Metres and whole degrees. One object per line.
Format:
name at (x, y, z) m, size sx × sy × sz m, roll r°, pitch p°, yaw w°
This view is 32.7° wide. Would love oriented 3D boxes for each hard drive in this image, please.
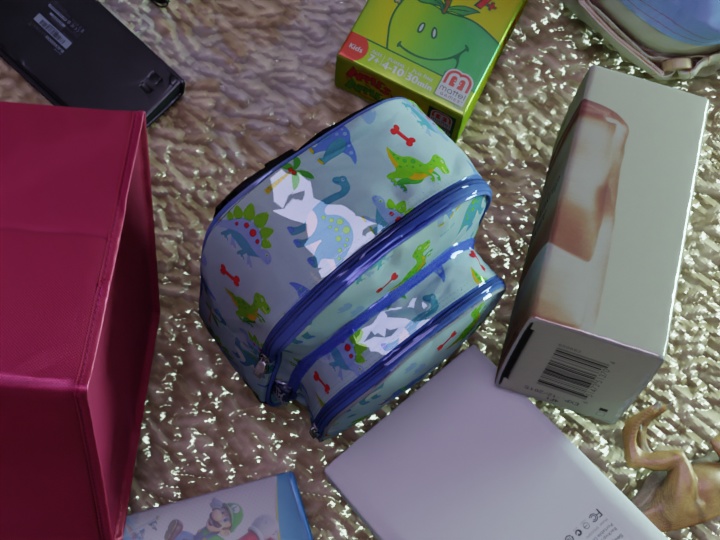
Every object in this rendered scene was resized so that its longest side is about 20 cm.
hard drive at (0.088, 0.156, 0.762) m, size 0.131 × 0.027 × 0.200 m, roll -38°, pitch 61°, yaw -13°

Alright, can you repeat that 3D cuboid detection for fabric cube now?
fabric cube at (-0.228, 0.037, 0.700) m, size 0.197 × 0.197 × 0.202 m, roll 5°, pitch 50°, yaw -3°

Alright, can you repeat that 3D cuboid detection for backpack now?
backpack at (0.000, 0.000, 0.748) m, size 0.182 × 0.200 × 0.147 m, roll -36°, pitch 76°, yaw -15°

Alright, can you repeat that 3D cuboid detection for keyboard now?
keyboard at (-0.205, -0.188, 0.898) m, size 0.200 × 0.021 × 0.127 m, roll 42°, pitch 80°, yaw 10°

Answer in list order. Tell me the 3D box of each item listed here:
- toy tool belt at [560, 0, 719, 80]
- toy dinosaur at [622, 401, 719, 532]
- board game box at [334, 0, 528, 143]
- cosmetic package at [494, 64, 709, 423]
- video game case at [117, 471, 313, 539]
toy tool belt at (0.247, -0.198, 0.870) m, size 0.198 × 0.123 × 0.126 m, roll 29°, pitch 72°, yaw 7°
toy dinosaur at (0.197, 0.143, 0.784) m, size 0.198 × 0.060 × 0.107 m, roll -24°, pitch 75°, yaw -10°
board game box at (0.070, -0.205, 0.903) m, size 0.101 × 0.048 × 0.201 m, roll 26°, pitch 72°, yaw 6°
cosmetic package at (0.157, -0.019, 0.797) m, size 0.086 × 0.104 × 0.202 m, roll 18°, pitch 59°, yaw 2°
video game case at (-0.113, 0.215, 0.740) m, size 0.198 × 0.018 × 0.145 m, roll -12°, pitch 71°, yaw -22°
